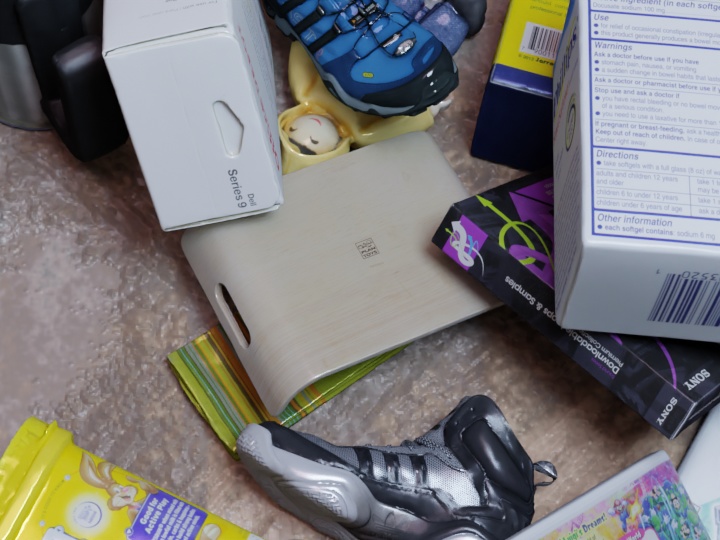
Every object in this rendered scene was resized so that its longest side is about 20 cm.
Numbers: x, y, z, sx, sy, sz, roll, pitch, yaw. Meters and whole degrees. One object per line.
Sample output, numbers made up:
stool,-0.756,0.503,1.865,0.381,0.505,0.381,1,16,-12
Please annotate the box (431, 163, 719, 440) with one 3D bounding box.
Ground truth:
box,0.160,0.014,1.070,0.200,0.036,0.143,42,33,18

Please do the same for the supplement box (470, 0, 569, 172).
supplement box,0.157,-0.176,1.163,0.109,0.109,0.201,15,67,3

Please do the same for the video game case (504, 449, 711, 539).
video game case,0.155,0.225,0.978,0.199,0.024,0.183,-22,83,-38

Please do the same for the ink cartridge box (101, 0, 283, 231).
ink cartridge box,-0.108,-0.147,1.076,0.087,0.146,0.201,-13,42,2

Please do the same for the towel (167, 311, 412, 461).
towel,-0.026,0.039,1.113,0.199,0.018,0.086,-33,74,-16

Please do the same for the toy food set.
toy food set,0.000,0.000,1.101,0.199,0.061,0.144,-21,65,-21

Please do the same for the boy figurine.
boy figurine,-0.001,-0.136,1.164,0.124,0.065,0.200,40,68,9

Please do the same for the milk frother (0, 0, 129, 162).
milk frother,-0.258,-0.154,1.089,0.198,0.188,0.182,-11,67,-7

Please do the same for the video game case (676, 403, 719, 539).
video game case,0.306,0.158,1.079,0.199,0.022,0.183,30,69,10

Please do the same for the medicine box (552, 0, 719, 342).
medicine box,0.212,-0.068,0.996,0.181,0.103,0.201,5,60,-2

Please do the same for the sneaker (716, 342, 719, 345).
sneaker,0.251,-0.008,1.068,0.074,0.080,0.201,19,33,-24

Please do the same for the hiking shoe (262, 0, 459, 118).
hiking shoe,-0.015,-0.171,1.096,0.074,0.087,0.200,-41,51,-12

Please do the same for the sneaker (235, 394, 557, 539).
sneaker,0.027,0.122,1.053,0.199,0.076,0.114,27,68,2

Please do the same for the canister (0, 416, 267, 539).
canister,-0.136,0.195,0.958,0.199,0.087,0.149,26,65,2
